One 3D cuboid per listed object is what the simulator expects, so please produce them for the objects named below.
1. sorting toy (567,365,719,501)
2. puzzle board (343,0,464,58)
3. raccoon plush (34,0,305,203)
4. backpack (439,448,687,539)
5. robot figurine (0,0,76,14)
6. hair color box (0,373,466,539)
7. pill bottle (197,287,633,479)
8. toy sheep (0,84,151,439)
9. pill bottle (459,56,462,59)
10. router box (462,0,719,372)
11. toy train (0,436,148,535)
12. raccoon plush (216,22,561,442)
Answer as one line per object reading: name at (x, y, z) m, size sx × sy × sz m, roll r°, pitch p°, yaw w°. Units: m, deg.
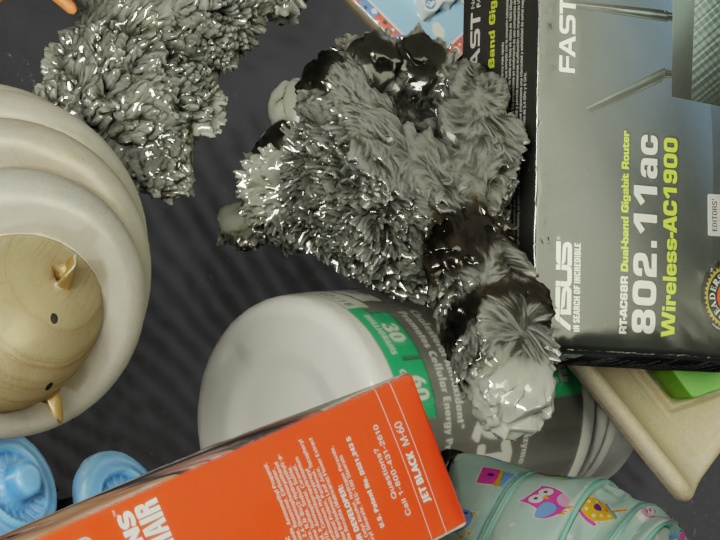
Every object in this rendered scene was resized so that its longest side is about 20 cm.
sorting toy at (0.146, -0.027, 1.109) m, size 0.185 × 0.036 × 0.200 m, roll 50°, pitch 59°, yaw -19°
puzzle board at (0.008, -0.200, 1.093) m, size 0.200 × 0.017 × 0.151 m, roll 45°, pitch 64°, yaw -1°
raccoon plush at (-0.088, -0.126, 0.961) m, size 0.201 × 0.096 × 0.135 m, roll 80°, pitch 26°, yaw -48°
backpack at (0.055, 0.175, 0.970) m, size 0.167 × 0.126 × 0.201 m, roll 75°, pitch 32°, yaw -57°
robot figurine at (-0.177, -0.175, 0.897) m, size 0.144 × 0.116 × 0.201 m, roll -33°, pitch 107°, yaw -49°
hair color box at (-0.069, 0.101, 0.835) m, size 0.199 × 0.111 × 0.064 m, roll -22°, pitch 90°, yaw -49°
pill bottle at (0.033, 0.062, 1.092) m, size 0.199 × 0.113 × 0.114 m, roll -4°, pitch 86°, yaw -49°
toy sheep at (-0.141, -0.006, 0.873) m, size 0.137 × 0.200 × 0.139 m, roll -7°, pitch 117°, yaw -14°
pill bottle at (0.075, -0.105, 1.165) m, size 0.119 × 0.119 × 0.202 m, roll -2°, pitch 84°, yaw -49°
router box at (0.119, -0.059, 1.041) m, size 0.149 × 0.062 × 0.202 m, roll 3°, pitch 84°, yaw -30°
toy train at (-0.108, 0.132, 0.925) m, size 0.199 × 0.086 × 0.115 m, roll 20°, pitch 53°, yaw -46°
raccoon plush at (0.000, 0.000, 0.983) m, size 0.096 × 0.134 × 0.201 m, roll 9°, pitch 55°, yaw -23°
